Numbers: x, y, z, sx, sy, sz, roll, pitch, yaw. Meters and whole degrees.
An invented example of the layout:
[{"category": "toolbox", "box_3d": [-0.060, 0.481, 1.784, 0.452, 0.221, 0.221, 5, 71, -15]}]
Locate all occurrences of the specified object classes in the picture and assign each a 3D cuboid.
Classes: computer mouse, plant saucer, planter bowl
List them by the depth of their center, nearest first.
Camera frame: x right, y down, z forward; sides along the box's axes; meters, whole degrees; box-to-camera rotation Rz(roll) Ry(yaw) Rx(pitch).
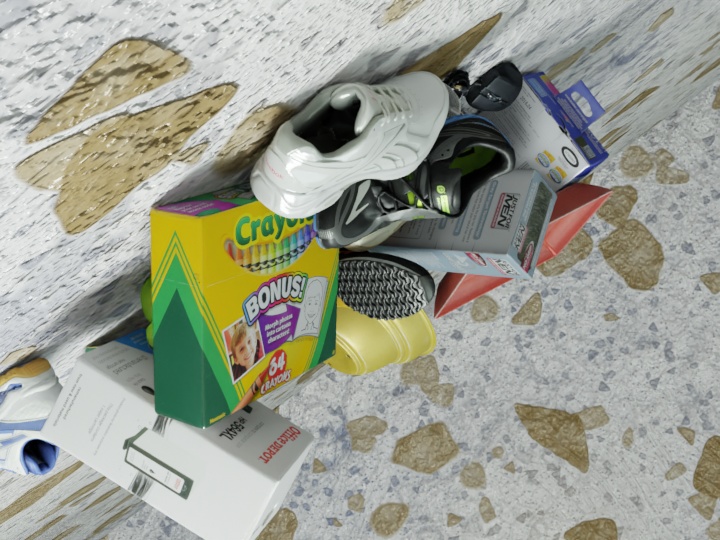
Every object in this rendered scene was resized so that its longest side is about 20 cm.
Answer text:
[{"category": "computer mouse", "box_3d": [0.127, -0.185, 1.135, 0.059, 0.034, 0.200, -39, 171, 28]}, {"category": "planter bowl", "box_3d": [-0.017, 0.062, 1.275, 0.084, 0.200, 0.200, -51, 179, -23]}, {"category": "plant saucer", "box_3d": [0.183, -0.029, 1.315, 0.199, 0.037, 0.200, -27, 166, -19]}]

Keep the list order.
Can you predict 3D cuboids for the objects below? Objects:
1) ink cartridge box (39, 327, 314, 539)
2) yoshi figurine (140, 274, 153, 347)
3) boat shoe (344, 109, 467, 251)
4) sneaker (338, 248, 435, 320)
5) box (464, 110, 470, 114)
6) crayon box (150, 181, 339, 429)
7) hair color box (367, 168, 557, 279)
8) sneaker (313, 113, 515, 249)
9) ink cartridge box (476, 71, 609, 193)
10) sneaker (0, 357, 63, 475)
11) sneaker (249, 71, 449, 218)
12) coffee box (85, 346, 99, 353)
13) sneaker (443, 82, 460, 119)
[{"category": "ink cartridge box", "box_3d": [-0.154, 0.146, 0.967, 0.084, 0.200, 0.146, -61, 174, 11]}, {"category": "yoshi figurine", "box_3d": [-0.133, 0.042, 1.036, 0.200, 0.112, 0.113, 16, 89, -59]}, {"category": "boat shoe", "box_3d": [0.045, -0.104, 1.116, 0.200, 0.072, 0.065, -44, 144, -18]}, {"category": "sneaker", "box_3d": [0.000, 0.000, 1.143, 0.200, 0.070, 0.090, -2, -152, 36]}, {"category": "box", "box_3d": [0.076, -0.080, 1.262, 0.200, 0.110, 0.035, -40, 171, 23]}, {"category": "crayon box", "box_3d": [-0.091, 0.015, 0.927, 0.200, 0.058, 0.173, -25, 123, -56]}, {"category": "hair color box", "box_3d": [0.096, -0.053, 1.156, 0.061, 0.200, 0.099, 39, 65, -46]}, {"category": "sneaker", "box_3d": [0.047, -0.077, 0.952, 0.199, 0.083, 0.071, -26, 125, -16]}, {"category": "ink cartridge box", "box_3d": [0.199, -0.143, 1.315, 0.200, 0.137, 0.076, -41, 172, 34]}, {"category": "sneaker", "box_3d": [-0.333, 0.165, 1.030, 0.200, 0.088, 0.075, -41, 173, 40]}, {"category": "sneaker", "box_3d": [0.006, -0.117, 0.878, 0.200, 0.078, 0.099, -35, 165, -31]}, {"category": "coffee box", "box_3d": [-0.205, 0.105, 1.173, 0.123, 0.044, 0.200, 0, 175, 7]}, {"category": "sneaker", "box_3d": [0.015, -0.093, 1.039, 0.200, 0.075, 0.082, -36, 171, -1]}]
